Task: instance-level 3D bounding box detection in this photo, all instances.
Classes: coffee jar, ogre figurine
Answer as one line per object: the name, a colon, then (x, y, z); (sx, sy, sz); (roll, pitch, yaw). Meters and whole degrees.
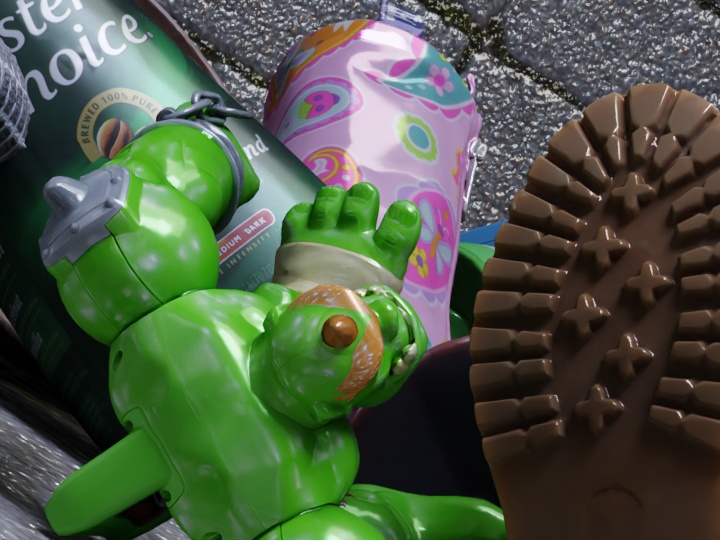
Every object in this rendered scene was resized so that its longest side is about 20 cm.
coffee jar: (-0.097, -0.047, 0.876); (0.200, 0.104, 0.085); (48, -19, 7)
ogre figurine: (-0.017, 0.042, 0.716); (0.098, 0.201, 0.120); (-15, -8, 22)

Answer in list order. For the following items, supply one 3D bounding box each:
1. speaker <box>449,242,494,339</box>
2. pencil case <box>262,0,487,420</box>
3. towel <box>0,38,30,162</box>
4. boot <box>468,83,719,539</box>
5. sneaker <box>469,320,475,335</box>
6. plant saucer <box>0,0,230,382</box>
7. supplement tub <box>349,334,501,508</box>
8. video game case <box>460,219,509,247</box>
speaker: (0.085, 0.051, 1.116); (0.200, 0.089, 0.088); (23, 7, -47)
pencil case: (0.000, 0.000, 0.995); (0.087, 0.087, 0.201); (32, 39, -24)
towel: (-0.186, -0.093, 0.758); (0.200, 0.086, 0.166); (35, -4, 5)
boot: (0.079, 0.058, 0.718); (0.075, 0.201, 0.107); (-4, -15, 24)
sneaker: (0.071, 0.012, 0.966); (0.078, 0.116, 0.200); (-11, -24, 9)
plant saucer: (-0.106, -0.035, 0.994); (0.200, 0.034, 0.201); (34, 38, -31)
supplement tub: (0.075, 0.092, 0.870); (0.107, 0.107, 0.200); (33, 1, 32)
video game case: (0.018, 0.028, 1.187); (0.199, 0.018, 0.143); (-15, -25, 26)
